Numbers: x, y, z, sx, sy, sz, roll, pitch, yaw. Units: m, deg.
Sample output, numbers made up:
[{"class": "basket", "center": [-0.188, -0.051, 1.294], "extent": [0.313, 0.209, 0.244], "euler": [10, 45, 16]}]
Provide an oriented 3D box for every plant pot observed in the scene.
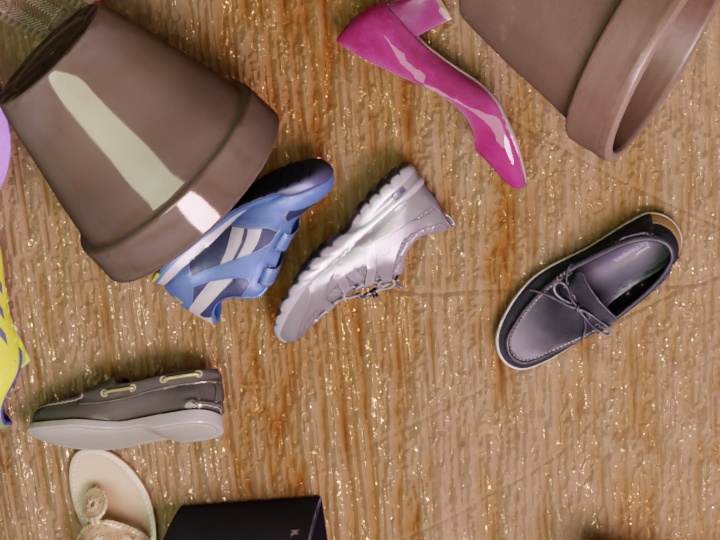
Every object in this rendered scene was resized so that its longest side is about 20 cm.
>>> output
[{"class": "plant pot", "center": [0.182, -0.217, 1.197], "extent": [0.174, 0.200, 0.201], "euler": [33, 108, 15]}, {"class": "plant pot", "center": [-0.196, -0.120, 1.218], "extent": [0.200, 0.200, 0.174], "euler": [-37, 116, 14]}]

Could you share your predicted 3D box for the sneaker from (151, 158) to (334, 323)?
[{"class": "sneaker", "center": [-0.094, -0.027, 1.325], "extent": [0.200, 0.074, 0.082], "euler": [-35, 102, 21]}]

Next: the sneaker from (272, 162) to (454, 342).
[{"class": "sneaker", "center": [0.000, 0.000, 1.319], "extent": [0.082, 0.075, 0.200], "euler": [42, 105, -6]}]

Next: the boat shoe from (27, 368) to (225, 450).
[{"class": "boat shoe", "center": [-0.220, 0.130, 1.387], "extent": [0.201, 0.072, 0.061], "euler": [-6, 65, 19]}]

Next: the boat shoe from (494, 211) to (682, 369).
[{"class": "boat shoe", "center": [0.202, 0.022, 1.315], "extent": [0.200, 0.062, 0.075], "euler": [-37, 102, 16]}]

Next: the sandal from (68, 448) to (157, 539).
[{"class": "sandal", "center": [-0.235, 0.278, 1.426], "extent": [0.077, 0.070, 0.213], "euler": [-12, 105, 9]}]

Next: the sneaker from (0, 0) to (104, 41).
[{"class": "sneaker", "center": [-0.258, -0.230, 1.289], "extent": [0.071, 0.113, 0.200], "euler": [-44, 128, 13]}]

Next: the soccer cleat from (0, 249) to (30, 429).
[{"class": "soccer cleat", "center": [-0.352, 0.059, 1.388], "extent": [0.083, 0.065, 0.201], "euler": [3, 104, -27]}]

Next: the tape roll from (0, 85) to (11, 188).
[{"class": "tape roll", "center": [-0.410, -0.121, 1.290], "extent": [0.199, 0.066, 0.201], "euler": [-8, 120, -14]}]

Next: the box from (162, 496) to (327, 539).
[{"class": "box", "center": [-0.101, 0.330, 1.411], "extent": [0.147, 0.104, 0.201], "euler": [-4, 106, 7]}]

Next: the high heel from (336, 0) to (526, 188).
[{"class": "high heel", "center": [0.065, -0.144, 1.270], "extent": [0.096, 0.067, 0.201], "euler": [-30, 97, 3]}]
